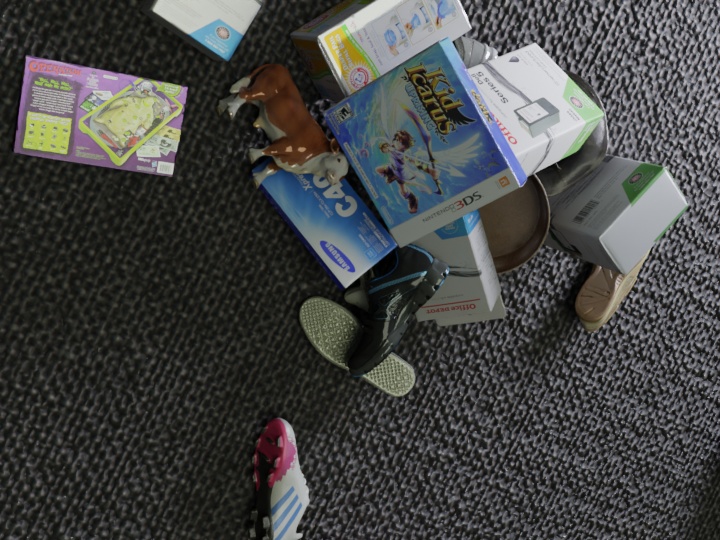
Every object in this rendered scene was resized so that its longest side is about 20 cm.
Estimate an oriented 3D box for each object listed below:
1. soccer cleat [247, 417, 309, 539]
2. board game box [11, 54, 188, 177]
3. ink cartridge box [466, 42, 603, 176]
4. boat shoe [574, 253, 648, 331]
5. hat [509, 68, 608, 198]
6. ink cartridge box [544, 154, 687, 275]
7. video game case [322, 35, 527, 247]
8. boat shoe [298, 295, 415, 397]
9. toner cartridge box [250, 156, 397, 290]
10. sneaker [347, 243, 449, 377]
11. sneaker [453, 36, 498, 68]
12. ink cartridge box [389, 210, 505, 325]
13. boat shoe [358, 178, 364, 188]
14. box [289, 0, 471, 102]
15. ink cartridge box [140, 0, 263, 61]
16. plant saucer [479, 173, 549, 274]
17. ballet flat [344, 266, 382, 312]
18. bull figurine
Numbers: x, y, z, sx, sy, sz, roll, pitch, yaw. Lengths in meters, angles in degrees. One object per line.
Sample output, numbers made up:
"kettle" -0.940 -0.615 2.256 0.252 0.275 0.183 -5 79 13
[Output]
"soccer cleat" -0.111 0.304 1.408 0.086 0.070 0.200 -1 105 -40
"board game box" -0.323 -0.190 1.219 0.200 0.032 0.120 7 103 -26
"ink cartridge box" 0.201 -0.203 1.299 0.200 0.084 0.146 -28 71 -37
"boat shoe" 0.405 0.007 1.568 0.200 0.071 0.065 -53 151 -14
"hat" 0.258 -0.196 1.436 0.200 0.081 0.201 0 87 -1
"ink cartridge box" 0.353 -0.092 1.444 0.146 0.200 0.084 -46 118 -8
"video game case" 0.078 -0.154 1.206 0.181 0.045 0.200 -27 99 27
"boat shoe" -0.008 0.109 1.407 0.200 0.062 0.075 37 90 -11
"toner cartridge box" -0.050 -0.081 1.315 0.095 0.043 0.200 -39 91 -10
"sneaker" 0.036 0.054 1.344 0.082 0.073 0.200 36 92 4
"sneaker" 0.114 -0.244 1.384 0.082 0.075 0.200 30 78 -17
"ink cartridge box" 0.126 0.000 1.396 0.116 0.067 0.200 -10 111 25
"boat shoe" 0.068 -0.114 1.313 0.057 0.200 0.067 -29 125 -46
"box" 0.025 -0.316 1.295 0.200 0.112 0.101 -35 115 -13
"ink cartridge box" -0.170 -0.377 1.221 0.116 0.067 0.200 31 89 -26
"plant saucer" 0.174 -0.090 1.399 0.034 0.200 0.201 -50 127 -57
"ballet flat" 0.000 0.000 1.391 0.075 0.068 0.200 -19 104 4
"bull figurine" -0.099 -0.176 1.260 0.121 0.065 0.200 -23 70 -18
